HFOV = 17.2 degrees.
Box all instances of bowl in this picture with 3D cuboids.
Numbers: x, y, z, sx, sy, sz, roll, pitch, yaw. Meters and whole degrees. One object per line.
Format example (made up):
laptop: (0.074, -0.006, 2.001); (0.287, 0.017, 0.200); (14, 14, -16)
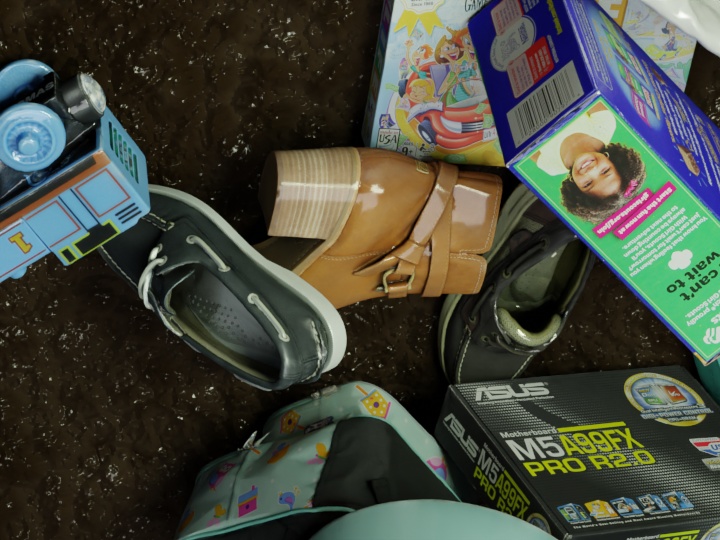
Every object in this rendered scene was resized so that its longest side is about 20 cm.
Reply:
bowl: (0.047, 0.246, 1.470); (0.199, 0.106, 0.202); (6, 137, 6)

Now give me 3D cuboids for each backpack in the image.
backpack: (-0.024, 0.178, 1.601); (0.199, 0.154, 0.176); (-24, 128, 32)

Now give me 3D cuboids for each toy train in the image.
toy train: (-0.229, -0.044, 1.474); (0.199, 0.087, 0.115); (-31, 120, 11)

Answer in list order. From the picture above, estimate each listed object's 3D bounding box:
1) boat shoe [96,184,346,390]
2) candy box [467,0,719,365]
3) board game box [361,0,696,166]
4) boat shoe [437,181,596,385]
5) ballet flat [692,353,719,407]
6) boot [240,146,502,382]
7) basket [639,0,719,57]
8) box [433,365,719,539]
boat shoe: (-0.101, 0.008, 1.478); (0.060, 0.199, 0.076); (-26, 135, -48)
candy box: (0.162, -0.068, 1.431); (0.077, 0.170, 0.200); (-38, 120, 19)
board game box: (0.108, -0.131, 1.505); (0.198, 0.034, 0.135); (3, 121, -11)
boat shoe: (0.104, 0.023, 1.568); (0.071, 0.066, 0.202); (7, 132, -19)
ballet flat: (0.242, 0.017, 1.612); (0.075, 0.068, 0.200); (-40, 128, -9)
boot: (0.000, 0.000, 1.543); (0.154, 0.077, 0.201); (4, 128, -16)
basket: (0.255, -0.232, 1.389); (0.199, 0.161, 0.199); (30, 113, -24)
box: (0.171, 0.132, 1.576); (0.198, 0.160, 0.045); (-2, 126, -30)
